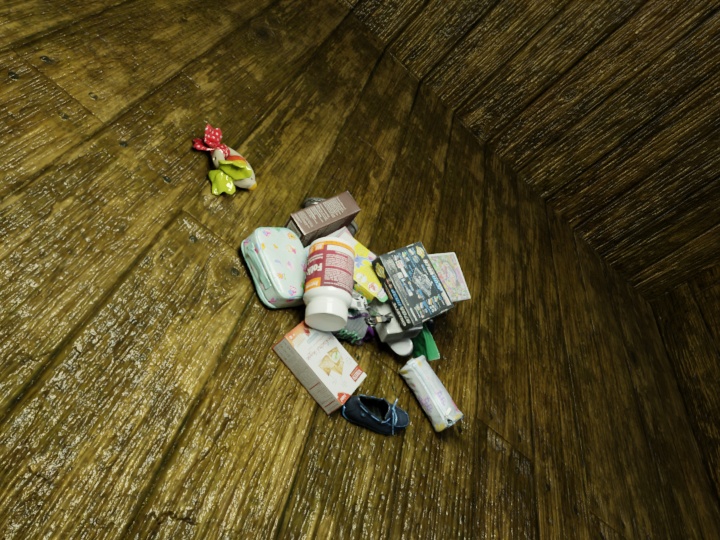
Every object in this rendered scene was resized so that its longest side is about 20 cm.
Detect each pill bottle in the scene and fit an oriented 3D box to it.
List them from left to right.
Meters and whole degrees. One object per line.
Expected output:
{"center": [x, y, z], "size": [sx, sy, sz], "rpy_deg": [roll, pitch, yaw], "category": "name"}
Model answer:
{"center": [-0.074, 0.032, 1.393], "size": [0.114, 0.114, 0.200], "rpy_deg": [26, 51, -32], "category": "pill bottle"}

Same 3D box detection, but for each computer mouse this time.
{"center": [-0.020, 0.080, 1.479], "size": [0.200, 0.044, 0.110], "rpy_deg": [33, 18, 18], "category": "computer mouse"}

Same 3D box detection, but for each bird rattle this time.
{"center": [-0.349, -0.276, 1.551], "size": [0.163, 0.113, 0.200], "rpy_deg": [22, 27, -54], "category": "bird rattle"}

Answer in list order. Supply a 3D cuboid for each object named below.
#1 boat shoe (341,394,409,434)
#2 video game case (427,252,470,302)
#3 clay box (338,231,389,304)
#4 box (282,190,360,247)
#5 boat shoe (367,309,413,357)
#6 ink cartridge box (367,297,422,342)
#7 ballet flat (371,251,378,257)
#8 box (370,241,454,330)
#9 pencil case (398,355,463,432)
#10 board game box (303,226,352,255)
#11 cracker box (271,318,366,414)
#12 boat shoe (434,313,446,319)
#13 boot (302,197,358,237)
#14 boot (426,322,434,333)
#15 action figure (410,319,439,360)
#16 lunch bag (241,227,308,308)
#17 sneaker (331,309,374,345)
{"center": [0.049, 0.338, 1.395], "size": [0.200, 0.069, 0.084], "rpy_deg": [18, 44, -40], "category": "boat shoe"}
{"center": [0.206, 0.024, 1.634], "size": [0.200, 0.018, 0.143], "rpy_deg": [-6, 71, -36], "category": "video game case"}
{"center": [0.000, 0.000, 1.547], "size": [0.200, 0.048, 0.115], "rpy_deg": [40, 48, 3], "category": "clay box"}
{"center": [-0.107, -0.133, 1.598], "size": [0.200, 0.100, 0.075], "rpy_deg": [-26, 77, -36], "category": "box"}
{"center": [0.074, 0.153, 1.622], "size": [0.200, 0.072, 0.068], "rpy_deg": [48, -4, 21], "category": "boat shoe"}
{"center": [0.075, 0.088, 1.582], "size": [0.109, 0.050, 0.200], "rpy_deg": [-5, 55, -29], "category": "ink cartridge box"}
{"center": [0.063, -0.010, 1.703], "size": [0.046, 0.067, 0.200], "rpy_deg": [-23, 31, -32], "category": "ballet flat"}
{"center": [0.136, 0.037, 1.539], "size": [0.159, 0.046, 0.200], "rpy_deg": [-21, 80, -39], "category": "box"}
{"center": [0.183, 0.322, 1.559], "size": [0.200, 0.083, 0.091], "rpy_deg": [58, 11, 14], "category": "pencil case"}
{"center": [-0.071, -0.015, 1.586], "size": [0.200, 0.040, 0.153], "rpy_deg": [-31, 85, -42], "category": "board game box"}
{"center": [-0.091, 0.211, 1.368], "size": [0.200, 0.058, 0.134], "rpy_deg": [50, 33, -1], "category": "cracker box"}
{"center": [0.184, 0.089, 1.807], "size": [0.200, 0.075, 0.068], "rpy_deg": [25, 45, -32], "category": "boat shoe"}
{"center": [-0.090, -0.104, 1.685], "size": [0.200, 0.069, 0.174], "rpy_deg": [31, 45, -16], "category": "boot"}
{"center": [0.182, 0.102, 1.704], "size": [0.200, 0.168, 0.076], "rpy_deg": [34, 38, -23], "category": "boot"}
{"center": [0.156, 0.144, 1.623], "size": [0.055, 0.118, 0.200], "rpy_deg": [-18, 91, -37], "category": "action figure"}
{"center": [-0.198, -0.009, 1.436], "size": [0.160, 0.077, 0.200], "rpy_deg": [-6, 66, -52], "category": "lunch bag"}
{"center": [-0.028, 0.149, 1.495], "size": [0.200, 0.074, 0.088], "rpy_deg": [-5, 66, -53], "category": "sneaker"}
